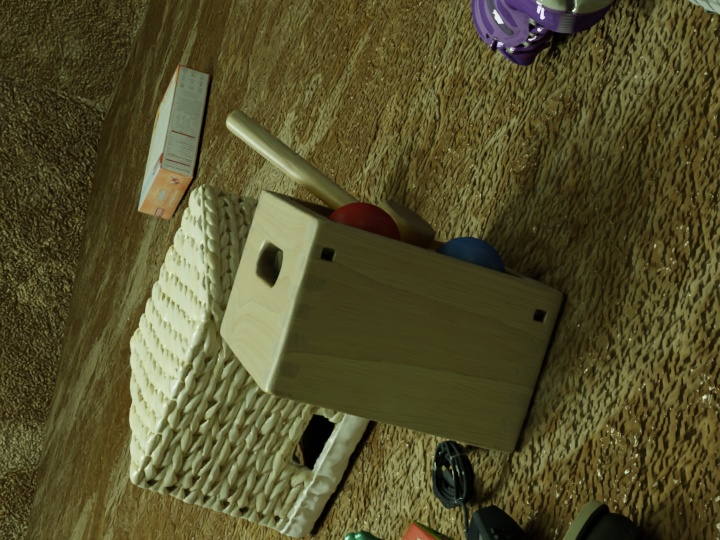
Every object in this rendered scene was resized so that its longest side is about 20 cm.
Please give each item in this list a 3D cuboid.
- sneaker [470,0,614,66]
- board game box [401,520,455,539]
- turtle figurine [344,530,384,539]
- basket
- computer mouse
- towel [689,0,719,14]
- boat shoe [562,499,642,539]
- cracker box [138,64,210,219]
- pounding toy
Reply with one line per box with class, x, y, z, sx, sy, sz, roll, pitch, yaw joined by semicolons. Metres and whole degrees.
sneaker;0.115;-0.169;0.841;0.200;0.080;0.084;-112;24;-73
board game box;0.070;0.192;0.522;0.200;0.048;0.102;27;84;48
turtle figurine;-0.021;0.267;0.809;0.150;0.101;0.200;-41;19;35
basket;-0.085;0.070;1.069;0.200;0.160;0.199;-104;35;-54
computer mouse;0.072;0.148;0.751;0.200;0.034;0.059;-111;24;-69
towel;0.204;-0.193;0.548;0.166;0.085;0.201;-127;56;-66
boat shoe;0.092;0.204;0.591;0.202;0.063;0.074;-68;-27;-18
cracker box;-0.290;-0.199;2.062;0.134;0.057;0.201;131;150;-55
pounding toy;0.000;0.000;0.827;0.200;0.183;0.143;-147;74;-71
